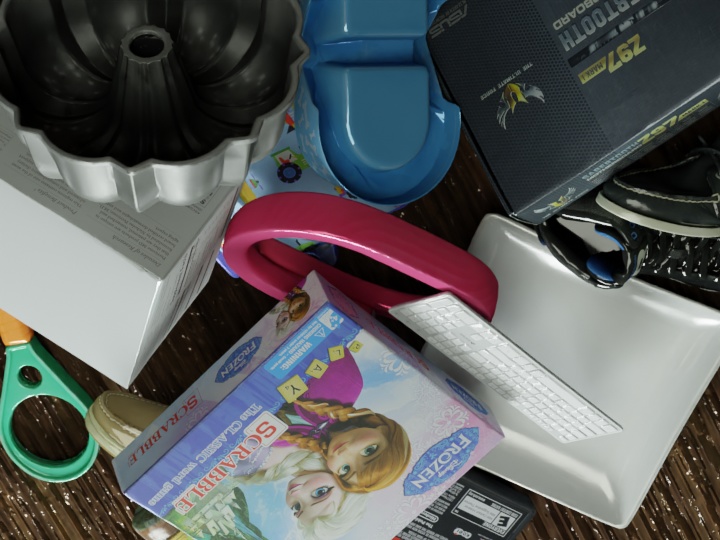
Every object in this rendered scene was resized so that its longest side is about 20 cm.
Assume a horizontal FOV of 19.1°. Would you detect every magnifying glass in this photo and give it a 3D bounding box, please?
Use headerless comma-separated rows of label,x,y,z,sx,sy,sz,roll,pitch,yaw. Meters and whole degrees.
magnifying glass,-0.252,0.072,1.624,0.079,0.022,0.201,-10,112,12

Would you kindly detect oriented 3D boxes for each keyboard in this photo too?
keyboard,0.104,0.070,1.493,0.056,0.011,0.200,-10,143,44

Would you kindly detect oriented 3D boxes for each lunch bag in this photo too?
lunch bag,-0.064,-0.085,1.492,0.150,0.094,0.200,-24,114,16

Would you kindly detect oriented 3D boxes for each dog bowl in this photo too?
dog bowl,0.006,-0.143,1.405,0.111,0.050,0.201,-4,95,-32

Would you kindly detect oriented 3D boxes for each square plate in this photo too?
square plate,0.145,0.072,1.560,0.200,0.028,0.198,24,119,-2

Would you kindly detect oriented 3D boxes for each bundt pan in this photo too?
bundt pan,-0.131,-0.117,1.346,0.201,0.202,0.076,7,143,5

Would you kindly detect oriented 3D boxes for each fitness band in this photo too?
fitness band,0.000,0.000,1.461,0.200,0.038,0.143,24,158,-29

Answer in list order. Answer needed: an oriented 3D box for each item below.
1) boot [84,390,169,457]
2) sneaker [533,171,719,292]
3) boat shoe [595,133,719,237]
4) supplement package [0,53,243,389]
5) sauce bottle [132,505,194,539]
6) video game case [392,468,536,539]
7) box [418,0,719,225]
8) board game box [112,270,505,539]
boot,-0.090,0.094,1.584,0.200,0.072,0.155,22,116,-8
sneaker,0.207,-0.012,1.471,0.199,0.112,0.073,18,117,0
boat shoe,0.248,-0.062,1.431,0.199,0.075,0.066,3,114,-25
supplement package,-0.199,-0.044,1.438,0.200,0.111,0.156,32,147,5
sauce bottle,-0.089,0.240,1.652,0.065,0.065,0.200,-37,109,21
video game case,0.002,0.204,1.603,0.200,0.026,0.181,28,109,-27
box,0.152,-0.148,1.407,0.200,0.051,0.158,-33,70,21
board game box,-0.034,0.125,1.496,0.200,0.041,0.199,-43,127,12
